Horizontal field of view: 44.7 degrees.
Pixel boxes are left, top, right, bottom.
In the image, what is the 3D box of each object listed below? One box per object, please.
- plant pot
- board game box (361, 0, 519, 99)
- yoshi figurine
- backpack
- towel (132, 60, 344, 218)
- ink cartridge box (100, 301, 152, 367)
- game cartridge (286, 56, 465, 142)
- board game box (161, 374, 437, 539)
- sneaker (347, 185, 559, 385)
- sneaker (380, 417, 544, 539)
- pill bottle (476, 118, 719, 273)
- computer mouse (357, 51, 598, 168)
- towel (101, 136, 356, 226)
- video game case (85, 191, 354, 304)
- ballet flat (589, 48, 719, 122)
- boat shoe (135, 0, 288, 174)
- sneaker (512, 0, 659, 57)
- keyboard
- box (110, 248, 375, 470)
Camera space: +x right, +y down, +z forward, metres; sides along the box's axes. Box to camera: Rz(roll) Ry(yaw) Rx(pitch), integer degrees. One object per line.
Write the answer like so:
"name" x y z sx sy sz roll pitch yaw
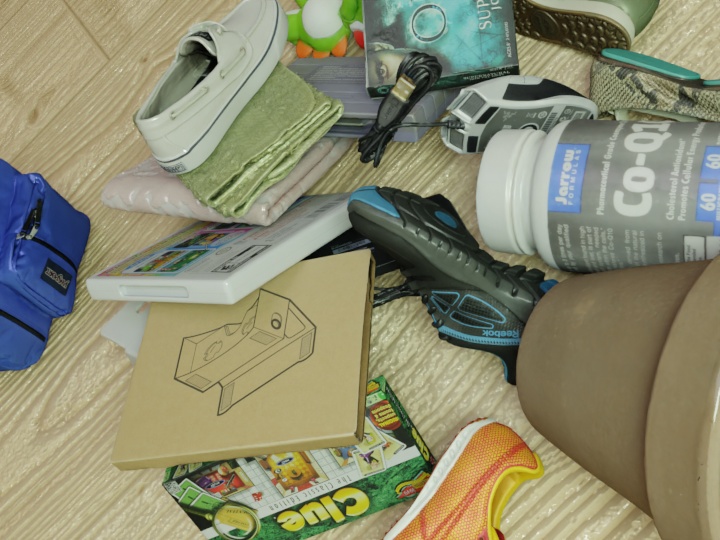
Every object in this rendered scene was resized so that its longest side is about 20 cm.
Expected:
"plant pot" 0.197 0.070 0.554 0.173 0.199 0.203 14 72 51
"board game box" 0.065 -0.256 0.773 0.132 0.028 0.205 -7 73 11
"yoshi figurine" -0.002 -0.285 0.885 0.196 0.113 0.114 -3 48 30
"backpack" -0.384 0.002 0.911 0.164 0.163 0.204 -3 63 23
"towel" -0.115 -0.133 0.780 0.148 0.037 0.199 -41 48 -10
"ink cartridge box" -0.120 0.071 0.767 0.197 0.068 0.116 21 55 35
"game cartridge" -0.007 -0.164 0.827 0.196 0.039 0.130 8 34 30
"board game box" -0.045 0.161 0.681 0.197 0.106 0.024 -25 29 16
"sneaker" 0.067 0.013 0.650 0.083 0.198 0.073 -54 6 25
"sneaker" 0.059 0.202 0.622 0.077 0.073 0.202 33 87 26
"pill bottle" 0.193 -0.053 0.646 0.196 0.114 0.116 7 69 31
"computer mouse" 0.099 -0.128 0.711 0.195 0.110 0.045 -1 55 -22
"towel" -0.120 -0.106 0.841 0.196 0.033 0.191 6 37 31
"video game case" -0.109 -0.023 0.764 0.179 0.024 0.199 -1 23 38
"ballet flat" 0.261 -0.124 0.674 0.198 0.067 0.077 23 117 47
"boat shoe" -0.128 -0.178 0.752 0.071 0.066 0.202 13 60 33
"sneaker" 0.182 -0.261 0.793 0.199 0.067 0.090 33 76 36
"keyboard" 0.000 0.000 0.739 0.196 0.021 0.128 -20 37 -2
"box" -0.086 0.066 0.674 0.195 0.021 0.166 -10 50 18
